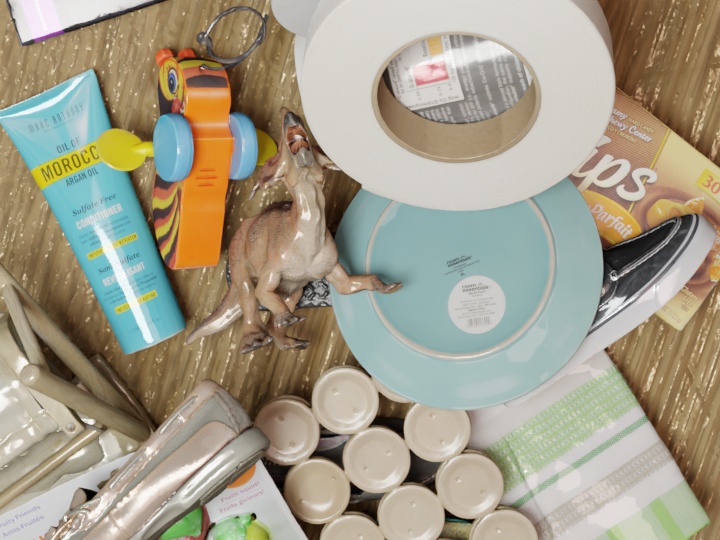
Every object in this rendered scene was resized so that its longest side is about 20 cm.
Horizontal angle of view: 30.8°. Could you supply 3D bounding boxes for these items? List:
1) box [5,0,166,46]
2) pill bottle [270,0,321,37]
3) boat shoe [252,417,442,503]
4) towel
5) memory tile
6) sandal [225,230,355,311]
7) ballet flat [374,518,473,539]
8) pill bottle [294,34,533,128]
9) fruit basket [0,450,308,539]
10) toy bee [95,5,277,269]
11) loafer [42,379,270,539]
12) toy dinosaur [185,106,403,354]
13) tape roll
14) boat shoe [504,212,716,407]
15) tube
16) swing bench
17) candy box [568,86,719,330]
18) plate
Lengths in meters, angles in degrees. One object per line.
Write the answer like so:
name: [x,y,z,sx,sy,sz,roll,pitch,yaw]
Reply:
box: [-0.169,-0.258,0.927,0.198,0.036,0.144,-17,102,-1]
pill bottle: [-0.024,-0.262,0.862,0.108,0.110,0.202,-5,69,-5]
boat shoe: [-0.023,0.149,1.000,0.198,0.057,0.068,2,100,-6]
towel: [0.160,0.146,0.995,0.149,0.031,0.201,-32,85,-10]
memory tile: [0.025,0.158,0.961,0.152,0.017,0.201,-29,97,6]
sandal: [-0.001,-0.001,0.987,0.198,0.048,0.076,5,97,7]
ballet flat: [0.091,0.228,1.015,0.198,0.071,0.071,1,100,-8]
pill bottle: [0.062,-0.150,0.907,0.198,0.116,0.117,-10,101,16]
fruit basket: [-0.131,0.208,0.916,0.184,0.094,0.201,-25,129,1]
toy bee: [-0.113,-0.108,0.938,0.130,0.109,0.201,18,113,-39]
loafer: [-0.151,0.151,0.839,0.199,0.072,0.063,-38,79,-3]
toy dinosaur: [-0.059,-0.021,0.924,0.085,0.200,0.136,-8,71,-44]
tape roll: [0.060,-0.119,0.826,0.201,0.037,0.204,3,138,2]
boat shoe: [0.161,0.014,0.941,0.200,0.072,0.068,-38,102,16]
tube: [-0.190,-0.039,0.961,0.077,0.050,0.201,-25,96,-9]
swing bench: [-0.267,0.135,0.927,0.198,0.130,0.200,-36,138,0]
candy box: [0.194,-0.060,0.987,0.199,0.055,0.116,36,95,-10]
plate: [0.071,-0.003,0.923,0.198,0.026,0.202,-3,76,13]
